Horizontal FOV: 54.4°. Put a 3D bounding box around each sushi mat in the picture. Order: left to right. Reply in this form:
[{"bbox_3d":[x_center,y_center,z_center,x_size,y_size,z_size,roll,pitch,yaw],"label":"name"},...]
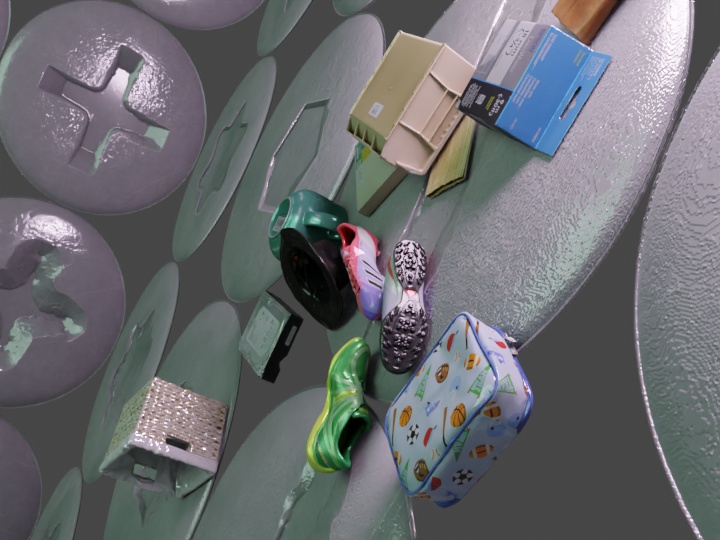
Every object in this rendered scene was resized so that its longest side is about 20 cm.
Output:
[{"bbox_3d":[0.151,-0.217,1.112,0.095,0.012,0.204,-24,47,56],"label":"sushi mat"}]

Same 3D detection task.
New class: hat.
[{"bbox_3d":[-0.066,0.003,1.246,0.200,0.080,0.204,41,144,39],"label":"hat"}]

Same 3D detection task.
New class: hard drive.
[{"bbox_3d":[-0.189,0.130,1.431,0.142,0.037,0.199,-64,25,2],"label":"hard drive"}]

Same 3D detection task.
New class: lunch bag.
[{"bbox_3d":[0.109,0.154,0.807,0.202,0.074,0.161,-55,25,22],"label":"lunch bag"}]

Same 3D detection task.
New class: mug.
[{"bbox_3d":[-0.104,-0.089,1.370,0.185,0.113,0.154,-45,32,36],"label":"mug"}]

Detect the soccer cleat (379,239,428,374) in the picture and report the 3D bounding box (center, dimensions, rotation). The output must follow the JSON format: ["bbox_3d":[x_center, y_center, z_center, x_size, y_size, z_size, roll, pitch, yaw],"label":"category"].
[{"bbox_3d":[0.059,0.058,1.010,0.073,0.067,0.204,114,164,-62],"label":"soccer cleat"}]

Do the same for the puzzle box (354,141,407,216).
[{"bbox_3d":[0.038,-0.213,1.309,0.133,0.025,0.203,-46,32,35],"label":"puzzle box"}]

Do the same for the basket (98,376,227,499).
[{"bbox_3d":[-0.411,0.354,1.477,0.199,0.196,0.164,-39,34,42],"label":"basket"}]

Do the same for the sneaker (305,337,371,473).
[{"bbox_3d":[-0.013,0.199,1.023,0.082,0.074,0.204,-1,61,34],"label":"sneaker"}]

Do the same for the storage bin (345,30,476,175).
[{"bbox_3d":[0.082,-0.279,1.164,0.201,0.093,0.200,-57,29,10],"label":"storage bin"}]

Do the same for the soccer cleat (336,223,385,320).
[{"bbox_3d":[0.000,0.000,1.140,0.067,0.075,0.202,-47,31,30],"label":"soccer cleat"}]

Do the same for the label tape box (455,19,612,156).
[{"bbox_3d":[0.225,-0.255,0.949,0.146,0.062,0.200,-60,26,11],"label":"label tape box"}]

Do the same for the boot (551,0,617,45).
[{"bbox_3d":[0.329,-0.423,0.928,0.201,0.067,0.191,-55,34,36],"label":"boot"}]
